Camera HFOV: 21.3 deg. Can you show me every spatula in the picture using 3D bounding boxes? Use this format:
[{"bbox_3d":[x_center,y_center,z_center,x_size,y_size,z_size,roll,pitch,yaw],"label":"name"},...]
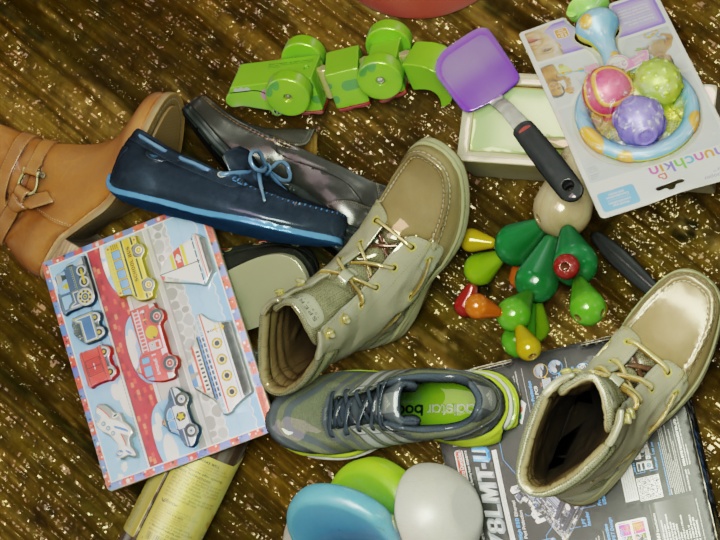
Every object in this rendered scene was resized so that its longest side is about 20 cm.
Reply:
[{"bbox_3d":[0.256,0.031,1.485,0.200,0.057,0.021,37,89,21],"label":"spatula"},{"bbox_3d":[0.118,-0.116,1.473,0.056,0.021,0.200,-32,47,0],"label":"spatula"}]

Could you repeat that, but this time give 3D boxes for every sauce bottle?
[{"bbox_3d":[-0.130,0.154,1.569,0.065,0.065,0.200,28,90,18],"label":"sauce bottle"}]

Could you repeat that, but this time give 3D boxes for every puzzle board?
[{"bbox_3d":[-0.166,0.060,1.552,0.150,0.017,0.200,-21,77,12],"label":"puzzle board"}]

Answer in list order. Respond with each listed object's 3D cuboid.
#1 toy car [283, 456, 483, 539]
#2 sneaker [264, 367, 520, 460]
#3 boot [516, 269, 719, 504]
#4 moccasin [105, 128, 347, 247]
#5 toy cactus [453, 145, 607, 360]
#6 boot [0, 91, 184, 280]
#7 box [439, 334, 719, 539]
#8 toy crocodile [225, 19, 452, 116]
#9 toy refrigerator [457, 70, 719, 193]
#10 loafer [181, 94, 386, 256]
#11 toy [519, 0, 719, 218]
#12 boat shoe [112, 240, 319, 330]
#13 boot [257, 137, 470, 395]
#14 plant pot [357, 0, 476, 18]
[{"bbox_3d":[0.001,0.242,1.453,0.175,0.150,0.200,-19,75,40],"label":"toy car"},{"bbox_3d":[0.019,0.103,1.477,0.200,0.081,0.074,-8,76,14],"label":"sneaker"},{"bbox_3d":[0.188,0.081,1.382,0.072,0.155,0.200,35,93,18],"label":"boot"},{"bbox_3d":[-0.104,-0.069,1.517,0.200,0.080,0.068,15,81,8],"label":"moccasin"},{"bbox_3d":[0.133,-0.016,1.465,0.102,0.200,0.165,21,89,-14],"label":"toy cactus"},{"bbox_3d":[-0.245,-0.089,1.634,0.155,0.077,0.200,32,109,22],"label":"boot"},{"bbox_3d":[0.168,0.159,1.490,0.198,0.050,0.200,-15,76,16],"label":"box"},{"bbox_3d":[-0.015,-0.159,1.591,0.200,0.062,0.068,-7,38,16],"label":"toy crocodile"},{"bbox_3d":[0.182,-0.111,1.518,0.200,0.070,0.076,6,83,16],"label":"toy refrigerator"},{"bbox_3d":[-0.060,-0.088,1.590,0.200,0.073,0.072,38,84,9],"label":"loafer"},{"bbox_3d":[0.202,-0.141,1.451,0.115,0.047,0.200,-18,50,-1],"label":"toy"},{"bbox_3d":[-0.130,0.024,1.594,0.201,0.063,0.074,-14,100,14],"label":"boat shoe"},{"bbox_3d":[0.000,0.000,1.468,0.072,0.155,0.200,39,128,21],"label":"boot"},{"bbox_3d":[0.030,-0.322,1.539,0.200,0.177,0.201,-2,81,15],"label":"plant pot"}]
